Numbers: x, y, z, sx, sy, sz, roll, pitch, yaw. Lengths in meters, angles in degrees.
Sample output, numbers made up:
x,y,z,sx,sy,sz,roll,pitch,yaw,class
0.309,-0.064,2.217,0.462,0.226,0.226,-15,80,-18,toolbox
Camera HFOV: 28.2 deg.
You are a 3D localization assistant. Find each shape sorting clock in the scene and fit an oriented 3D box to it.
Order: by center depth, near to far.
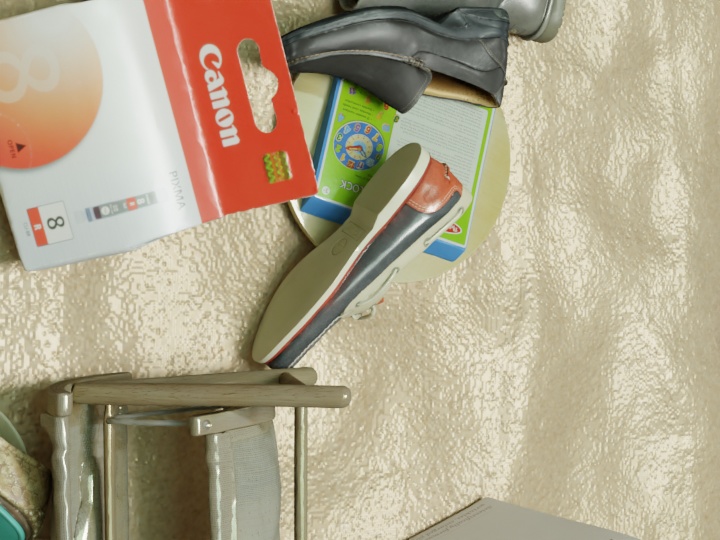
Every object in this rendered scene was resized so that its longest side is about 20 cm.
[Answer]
x,y,z,sx,sy,sz,roll,pitch,yaw,class
0.027,-0.090,1.107,0.199,0.039,0.202,3,83,-26,shape sorting clock

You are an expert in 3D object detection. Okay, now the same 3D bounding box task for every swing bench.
x,y,z,sx,sy,sz,roll,pitch,yaw,class
-0.114,0.172,0.962,0.199,0.130,0.200,0,92,-14,swing bench

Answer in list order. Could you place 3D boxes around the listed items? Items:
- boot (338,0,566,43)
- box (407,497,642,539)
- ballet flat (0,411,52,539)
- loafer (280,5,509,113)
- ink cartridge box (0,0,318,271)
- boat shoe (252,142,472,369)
x,y,z,sx,sy,sz,roll,pitch,yaw,class
0.079,-0.274,1.130,0.199,0.072,0.183,8,84,-27,boot
0.097,0.280,1.066,0.198,0.200,0.132,-21,104,-31,box
-0.271,0.093,0.909,0.200,0.070,0.065,53,37,-25,ballet flat
0.030,-0.152,1.054,0.199,0.073,0.073,-7,88,-27,loafer
-0.143,-0.098,0.924,0.199,0.050,0.163,-12,100,10,ink cartridge box
0.000,0.000,1.048,0.062,0.071,0.200,39,91,-29,boat shoe
